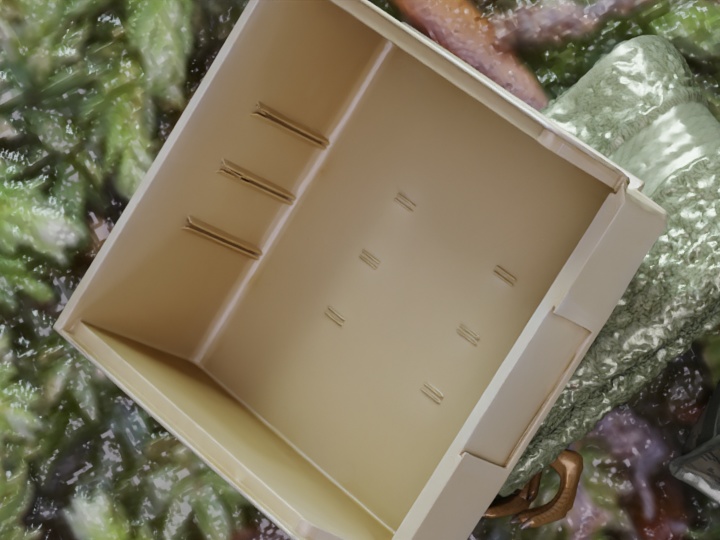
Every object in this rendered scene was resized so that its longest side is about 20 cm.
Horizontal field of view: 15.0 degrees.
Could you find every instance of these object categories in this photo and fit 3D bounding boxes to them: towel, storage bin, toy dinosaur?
[{"bbox_3d":[0.090,-0.003,1.220,0.200,0.036,0.149,-38,55,6],"label":"towel"},{"bbox_3d":[0.000,0.000,1.186,0.198,0.094,0.201,37,98,40],"label":"storage bin"},{"bbox_3d":[0.080,0.060,1.254,0.198,0.060,0.107,-7,94,3],"label":"toy dinosaur"}]

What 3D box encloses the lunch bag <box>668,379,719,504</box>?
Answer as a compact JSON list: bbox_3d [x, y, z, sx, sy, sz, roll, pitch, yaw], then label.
[{"bbox_3d":[0.231,0.033,1.151,0.117,0.200,0.165,33,75,-2],"label":"lunch bag"}]
